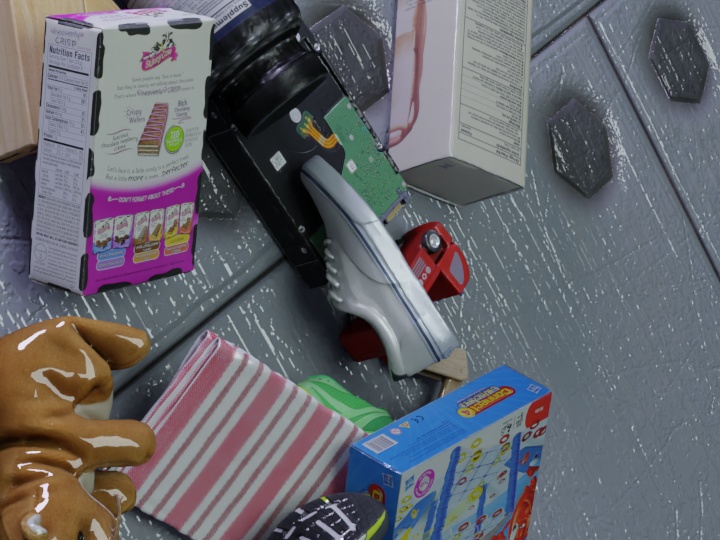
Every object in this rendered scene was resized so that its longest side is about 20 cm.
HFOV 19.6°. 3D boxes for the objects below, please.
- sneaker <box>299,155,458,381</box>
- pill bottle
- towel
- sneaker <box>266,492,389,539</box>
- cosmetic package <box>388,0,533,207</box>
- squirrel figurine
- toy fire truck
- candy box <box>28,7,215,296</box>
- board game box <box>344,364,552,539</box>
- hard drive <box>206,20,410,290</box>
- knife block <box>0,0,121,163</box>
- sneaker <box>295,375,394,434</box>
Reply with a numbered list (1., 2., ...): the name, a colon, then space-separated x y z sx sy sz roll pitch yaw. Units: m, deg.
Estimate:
1. sneaker: 0.000 0.000 1.723 0.071 0.073 0.201 -34 86 -3
2. pill bottle: -0.118 -0.209 1.659 0.200 0.112 0.112 52 48 1
3. towel: -0.089 0.148 1.630 0.200 0.030 0.147 35 96 -34
4. sneaker: -0.049 0.256 1.610 0.200 0.074 0.081 -46 132 -4
5. cosmetic package: 0.091 -0.172 1.891 0.103 0.087 0.202 22 64 -39
6. squirrel figurine: -0.244 0.135 1.451 0.199 0.142 0.188 17 49 -21
7. toy fire truck: 0.053 0.070 1.819 0.141 0.049 0.200 51 50 -22
8. candy box: -0.179 -0.092 1.570 0.136 0.061 0.202 -14 115 -55
9. board game box: 0.066 0.203 1.722 0.199 0.056 0.197 -24 130 -43
10. hard drive: -0.050 -0.103 1.777 0.201 0.038 0.140 55 49 -17
11. knife block: -0.267 -0.208 1.584 0.176 0.064 0.201 46 53 -24
12. sneaker: -0.052 0.128 1.703 0.199 0.074 0.084 16 29 -29
